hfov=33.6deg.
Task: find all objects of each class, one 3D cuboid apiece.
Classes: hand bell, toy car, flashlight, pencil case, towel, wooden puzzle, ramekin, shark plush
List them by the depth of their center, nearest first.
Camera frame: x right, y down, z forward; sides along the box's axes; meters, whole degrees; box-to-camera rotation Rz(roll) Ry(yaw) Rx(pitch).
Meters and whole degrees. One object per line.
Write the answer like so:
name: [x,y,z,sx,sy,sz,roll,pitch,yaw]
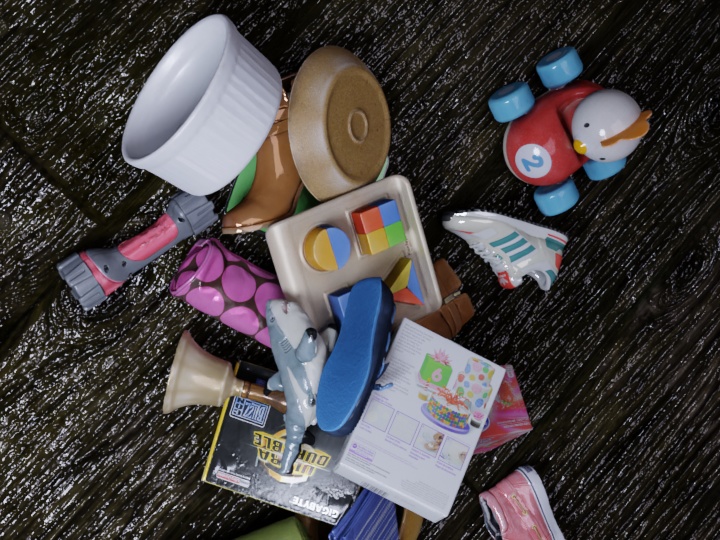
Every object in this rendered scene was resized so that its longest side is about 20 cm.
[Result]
ramekin: [-0.181,-0.186,1.385,0.097,0.200,0.202,34,84,-31]
shark plush: [-0.078,0.137,1.431,0.082,0.091,0.203,4,104,17]
flashlight: [-0.267,-0.034,1.437,0.199,0.068,0.068,-36,107,-13]
hand bell: [-0.134,0.150,1.464,0.197,0.104,0.106,15,92,-2]
wooden puzzle: [0.000,0.000,1.473,0.198,0.046,0.188,-22,105,-21]
pencil case: [-0.135,0.032,1.494,0.198,0.091,0.095,28,88,-22]
towel: [0.011,0.365,1.504,0.145,0.024,0.203,-47,138,-49]
toy car: [0.300,-0.183,1.587,0.176,0.200,0.186,-35,109,-15]

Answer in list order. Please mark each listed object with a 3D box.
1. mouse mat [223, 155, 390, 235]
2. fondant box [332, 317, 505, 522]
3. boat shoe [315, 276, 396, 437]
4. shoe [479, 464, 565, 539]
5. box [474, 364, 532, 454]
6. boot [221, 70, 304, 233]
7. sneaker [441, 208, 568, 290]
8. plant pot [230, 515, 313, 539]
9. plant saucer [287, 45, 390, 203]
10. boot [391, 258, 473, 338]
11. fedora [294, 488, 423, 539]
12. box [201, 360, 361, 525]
mouse mat: [-0.067,-0.110,1.545,0.198,0.008,0.163,21,89,-24]
fondant box: [0.072,0.181,1.445,0.143,0.058,0.202,26,69,-1]
boat shoe: [0.010,0.107,1.402,0.069,0.083,0.202,45,58,-43]
shoe: [0.240,0.389,1.721,0.090,0.071,0.203,-26,102,-16]
box: [0.116,0.192,1.576,0.198,0.102,0.096,-1,66,-40]
boot: [-0.110,-0.145,1.470,0.198,0.076,0.157,-30,114,-22]
sneaker: [0.196,-0.026,1.636,0.197,0.070,0.095,13,87,-27]
plant pot: [-0.132,0.401,1.468,0.188,0.200,0.202,-30,109,-4]
plant saucer: [-0.015,-0.179,1.488,0.199,0.035,0.204,-3,93,-54]
boot: [0.058,0.024,1.578,0.154,0.076,0.202,-35,98,-23]
fedora: [-0.011,0.318,1.592,0.197,0.082,0.204,-5,105,-21]
box: [-0.083,0.219,1.508,0.197,0.049,0.162,17,85,8]
